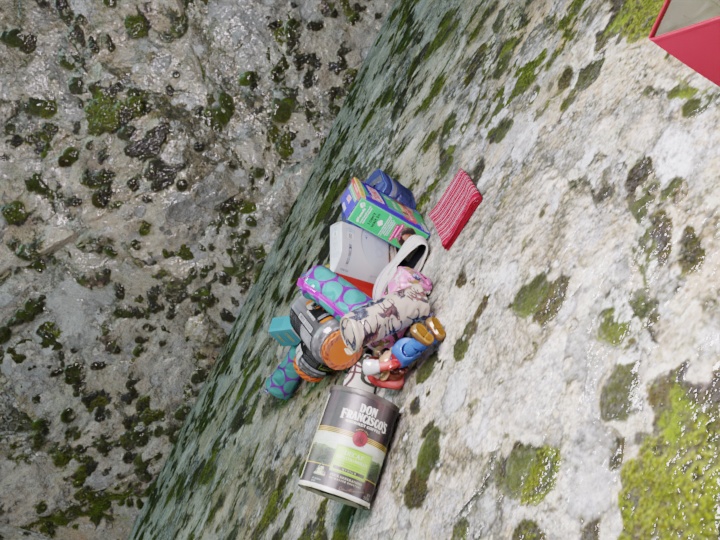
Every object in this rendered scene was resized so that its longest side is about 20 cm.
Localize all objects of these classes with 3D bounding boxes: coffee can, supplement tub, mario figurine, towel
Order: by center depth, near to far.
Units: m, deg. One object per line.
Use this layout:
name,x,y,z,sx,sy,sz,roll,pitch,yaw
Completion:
coffee can,-0.021,0.344,1.459,0.146,0.146,0.200,-29,39,63
mario figurine,0.072,0.158,1.507,0.200,0.123,0.106,-47,36,35
towel,0.210,-0.143,1.694,0.145,0.022,0.200,-57,17,19
supplement tub,-0.078,0.139,1.731,0.123,0.122,0.200,-61,35,11
supplement tub,-0.087,0.191,1.934,0.200,0.122,0.123,-53,19,32

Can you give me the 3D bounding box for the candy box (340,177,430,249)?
candy box,0.058,-0.134,1.833,0.077,0.200,0.169,-59,17,17

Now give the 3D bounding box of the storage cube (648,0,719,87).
storage cube,0.475,-0.305,0.838,0.171,0.179,0.200,-65,15,-2

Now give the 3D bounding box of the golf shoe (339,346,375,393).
golf shoe,0.006,0.234,1.672,0.088,0.077,0.200,-49,21,21

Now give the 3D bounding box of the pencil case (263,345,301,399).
pencil case,-0.202,0.281,2.186,0.200,0.092,0.085,-57,-19,19

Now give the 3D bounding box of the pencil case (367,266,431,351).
pencil case,0.078,0.090,1.643,0.200,0.083,0.087,-61,26,8

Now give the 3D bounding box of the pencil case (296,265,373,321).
pencil case,-0.042,0.068,1.624,0.200,0.092,0.085,35,121,35

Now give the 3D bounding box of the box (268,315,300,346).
box,-0.147,0.161,2.068,0.200,0.082,0.049,-9,49,28

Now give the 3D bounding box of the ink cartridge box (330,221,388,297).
ink cartridge box,0.000,0.000,1.764,0.047,0.160,0.200,-20,64,41

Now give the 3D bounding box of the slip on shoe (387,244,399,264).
slip on shoe,0.070,-0.002,1.859,0.076,0.061,0.200,-30,53,36

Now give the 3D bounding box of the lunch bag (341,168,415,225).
lunch bag,0.034,-0.162,2.008,0.200,0.132,0.136,-47,28,19

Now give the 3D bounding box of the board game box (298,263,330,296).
board game box,-0.059,0.012,1.944,0.200,0.035,0.135,-20,19,6

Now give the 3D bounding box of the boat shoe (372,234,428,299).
boat shoe,0.096,0.011,1.742,0.200,0.072,0.066,-54,15,9

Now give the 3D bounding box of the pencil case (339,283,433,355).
pencil case,0.049,0.099,1.515,0.078,0.200,0.090,23,129,54
